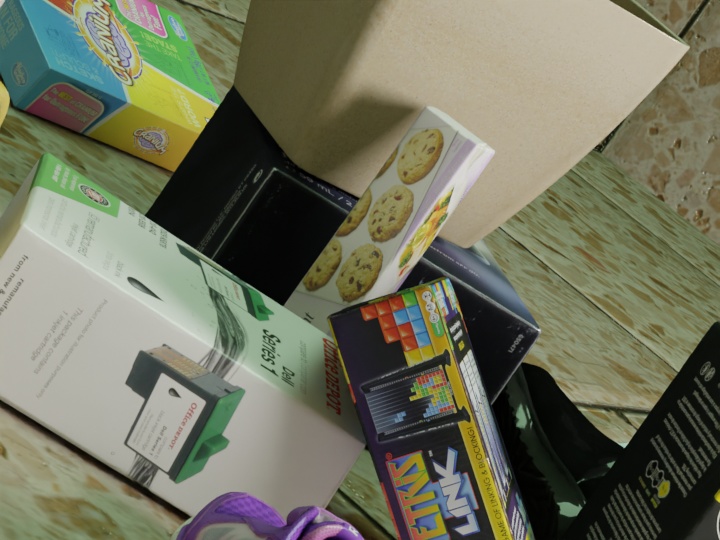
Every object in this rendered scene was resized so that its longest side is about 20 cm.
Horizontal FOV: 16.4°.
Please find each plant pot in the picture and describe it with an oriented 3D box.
[{"bbox_3d":[0.038,-0.134,1.495,0.200,0.177,0.200,25,14,-30],"label":"plant pot"}]

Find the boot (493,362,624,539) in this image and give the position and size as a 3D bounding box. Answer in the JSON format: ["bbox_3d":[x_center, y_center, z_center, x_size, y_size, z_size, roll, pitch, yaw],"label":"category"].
[{"bbox_3d":[0.162,0.129,1.528,0.157,0.080,0.211,4,32,-16],"label":"boot"}]

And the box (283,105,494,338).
[{"bbox_3d":[0.000,0.000,1.403,0.041,0.200,0.039,39,9,18],"label":"box"}]

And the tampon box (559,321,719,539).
[{"bbox_3d":[0.205,0.162,1.331,0.150,0.200,0.126,30,13,-17],"label":"tampon box"}]

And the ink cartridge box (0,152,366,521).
[{"bbox_3d":[-0.099,0.043,1.242,0.200,0.084,0.146,33,13,-11],"label":"ink cartridge box"}]

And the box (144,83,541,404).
[{"bbox_3d":[-0.017,0.001,1.552,0.200,0.123,0.198,31,11,-18],"label":"box"}]

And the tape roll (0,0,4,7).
[{"bbox_3d":[-0.291,-0.173,1.328,0.203,0.139,0.203,33,12,-8],"label":"tape roll"}]

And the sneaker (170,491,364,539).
[{"bbox_3d":[-0.030,0.136,1.063,0.080,0.089,0.200,30,11,-15],"label":"sneaker"}]

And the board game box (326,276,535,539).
[{"bbox_3d":[0.040,0.090,1.254,0.200,0.057,0.166,-3,76,-85],"label":"board game box"}]

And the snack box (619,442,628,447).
[{"bbox_3d":[0.216,0.168,1.737,0.116,0.037,0.200,40,13,20],"label":"snack box"}]

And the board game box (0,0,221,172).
[{"bbox_3d":[-0.186,-0.152,1.793,0.200,0.040,0.153,22,33,-47],"label":"board game box"}]

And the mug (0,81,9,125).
[{"bbox_3d":[-0.243,-0.071,1.131,0.149,0.153,0.187,32,12,-11],"label":"mug"}]
